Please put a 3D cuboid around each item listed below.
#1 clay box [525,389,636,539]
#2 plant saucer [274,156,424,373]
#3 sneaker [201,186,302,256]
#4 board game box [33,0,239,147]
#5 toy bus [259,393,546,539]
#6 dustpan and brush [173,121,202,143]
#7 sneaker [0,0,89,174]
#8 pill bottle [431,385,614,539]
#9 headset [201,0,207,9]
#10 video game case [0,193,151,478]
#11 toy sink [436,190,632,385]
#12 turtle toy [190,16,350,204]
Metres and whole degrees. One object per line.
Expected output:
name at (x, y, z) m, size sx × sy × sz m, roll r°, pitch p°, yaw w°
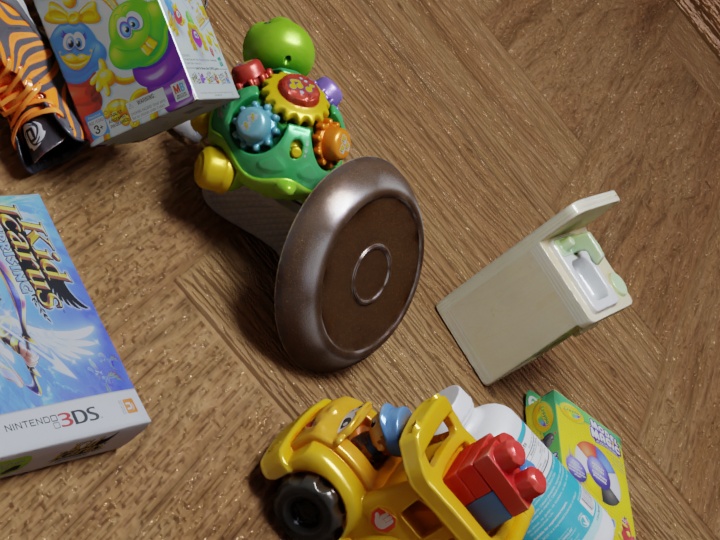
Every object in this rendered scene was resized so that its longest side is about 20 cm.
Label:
clay box at (0.230, 0.214, 1.429) m, size 0.115 × 0.047 × 0.201 m, roll 36°, pitch 35°, yaw -28°
plant saucer at (0.000, 0.000, 1.217) m, size 0.032 × 0.202 × 0.199 m, roll 20°, pitch 12°, yaw 34°
sneaker at (-0.054, -0.050, 1.283) m, size 0.200 × 0.078 × 0.080 m, roll 40°, pitch 38°, yaw -17°
board game box at (-0.194, -0.214, 1.110) m, size 0.105 × 0.102 × 0.202 m, roll -28°, pitch 97°, yaw -74°
toy bus at (0.048, 0.169, 1.086) m, size 0.200 × 0.192 × 0.136 m, roll 50°, pitch 32°, yaw -2°
dustpan and brush at (-0.214, -0.190, 1.245) m, size 0.199 × 0.057 × 0.140 m, roll 33°, pitch 23°, yaw -19°
sneaker at (-0.268, -0.146, 1.060) m, size 0.200 × 0.077 × 0.113 m, roll 26°, pitch 39°, yaw -61°
pill bottle at (0.131, 0.200, 1.246) m, size 0.200 × 0.111 × 0.111 m, roll 47°, pitch 31°, yaw -9°
headset at (-0.219, -0.261, 1.226) m, size 0.199 × 0.095 × 0.123 m, roll 32°, pitch 15°, yaw 26°
video game case at (-0.258, 0.042, 0.940) m, size 0.181 × 0.045 × 0.201 m, roll -7°, pitch 64°, yaw -57°
toy sink at (0.205, 0.021, 1.446) m, size 0.113 × 0.200 × 0.130 m, roll 57°, pitch 30°, yaw 9°
turtle toy at (-0.073, -0.142, 1.219) m, size 0.145 × 0.101 × 0.201 m, roll 11°, pitch 44°, yaw -22°
